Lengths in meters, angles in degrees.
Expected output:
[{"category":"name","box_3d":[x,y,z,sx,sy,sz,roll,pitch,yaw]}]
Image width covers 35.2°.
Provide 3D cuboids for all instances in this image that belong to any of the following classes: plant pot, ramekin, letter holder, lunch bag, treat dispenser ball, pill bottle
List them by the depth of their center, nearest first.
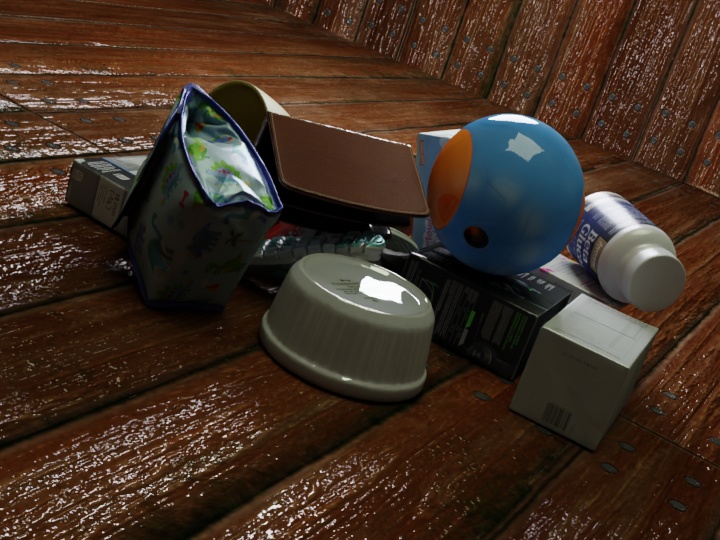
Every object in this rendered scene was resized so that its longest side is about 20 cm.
[{"category":"ramekin","box_3d":[-0.008,0.057,1.270,0.200,0.095,0.203,18,19,-6]},{"category":"lunch bag","box_3d":[-0.194,-0.084,1.271,0.126,0.171,0.201,7,43,-37]},{"category":"letter holder","box_3d":[-0.030,-0.092,1.387,0.198,0.101,0.143,10,41,-24]},{"category":"treat dispenser ball","box_3d":[0.183,-0.095,1.428,0.199,0.203,0.201,18,18,-6]},{"category":"pill bottle","box_3d":[0.361,-0.023,1.546,0.110,0.112,0.200,13,20,-18]},{"category":"plant pot","box_3d":[-0.143,-0.144,1.575,0.141,0.202,0.200,17,15,-45]}]

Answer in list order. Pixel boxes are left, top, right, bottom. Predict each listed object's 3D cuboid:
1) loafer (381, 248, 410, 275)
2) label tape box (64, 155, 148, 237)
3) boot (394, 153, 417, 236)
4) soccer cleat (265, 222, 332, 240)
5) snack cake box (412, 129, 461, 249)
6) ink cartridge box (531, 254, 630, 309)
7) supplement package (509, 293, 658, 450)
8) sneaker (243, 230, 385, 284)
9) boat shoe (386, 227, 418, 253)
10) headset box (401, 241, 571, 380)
[{"category":"loafer","box_3d":[0.000,0.000,1.502,0.071,0.074,0.199,13,1,44]},{"category":"label tape box","box_3d":[-0.255,-0.080,1.451,0.199,0.064,0.144,28,20,25]},{"category":"boot","box_3d":[0.001,-0.121,1.687,0.198,0.156,0.074,13,19,-19]},{"category":"soccer cleat","box_3d":[-0.053,-0.059,1.512,0.199,0.086,0.069,-30,15,-10]},{"category":"snack cake box","box_3d":[0.139,-0.104,1.680,0.067,0.203,0.114,14,19,41]},{"category":"ink cartridge box","box_3d":[0.284,0.028,1.605,0.199,0.068,0.115,29,21,25]},{"category":"supplement package","box_3d":[0.274,0.117,1.367,0.113,0.111,0.200,26,19,19]},{"category":"sneaker","box_3d":[-0.064,0.007,1.388,0.198,0.092,0.078,-2,17,17]},{"category":"boat shoe","box_3d":[-0.013,-0.045,1.592,0.198,0.075,0.062,11,25,-9]},{"category":"headset box","box_3d":[0.164,0.046,1.482,0.198,0.094,0.174,26,19,18]}]
